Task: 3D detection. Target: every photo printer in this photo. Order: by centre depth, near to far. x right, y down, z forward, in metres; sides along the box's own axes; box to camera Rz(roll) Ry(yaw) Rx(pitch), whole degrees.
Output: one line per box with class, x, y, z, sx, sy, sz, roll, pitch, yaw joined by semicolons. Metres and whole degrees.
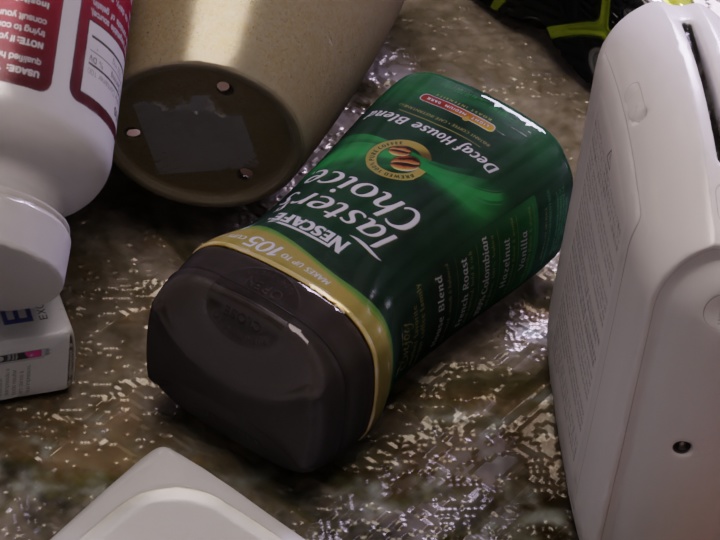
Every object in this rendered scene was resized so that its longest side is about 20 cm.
photo printer;0.126;0.003;1.229;0.069;0.201;0.167;1;41;-7

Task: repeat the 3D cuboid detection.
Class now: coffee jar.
coffee jar;0.000;0.000;1.299;0.104;0.086;0.200;28;46;22

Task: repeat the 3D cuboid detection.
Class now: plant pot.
plant pot;-0.058;-0.132;1.380;0.186;0.188;0.201;8;50;0

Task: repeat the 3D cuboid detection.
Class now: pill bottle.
pill bottle;-0.154;-0.091;1.259;0.112;0.113;0.201;6;68;-2

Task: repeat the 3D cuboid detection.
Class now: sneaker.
sneaker;0.126;-0.142;1.483;0.076;0.076;0.200;-25;53;-31

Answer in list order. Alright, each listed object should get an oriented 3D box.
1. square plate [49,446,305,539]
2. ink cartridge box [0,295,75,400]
square plate;-0.065;0.162;1.155;0.200;0.029;0.198;31;46;24
ink cartridge box;-0.244;-0.012;1.309;0.199;0.043;0.197;-8;45;-19
